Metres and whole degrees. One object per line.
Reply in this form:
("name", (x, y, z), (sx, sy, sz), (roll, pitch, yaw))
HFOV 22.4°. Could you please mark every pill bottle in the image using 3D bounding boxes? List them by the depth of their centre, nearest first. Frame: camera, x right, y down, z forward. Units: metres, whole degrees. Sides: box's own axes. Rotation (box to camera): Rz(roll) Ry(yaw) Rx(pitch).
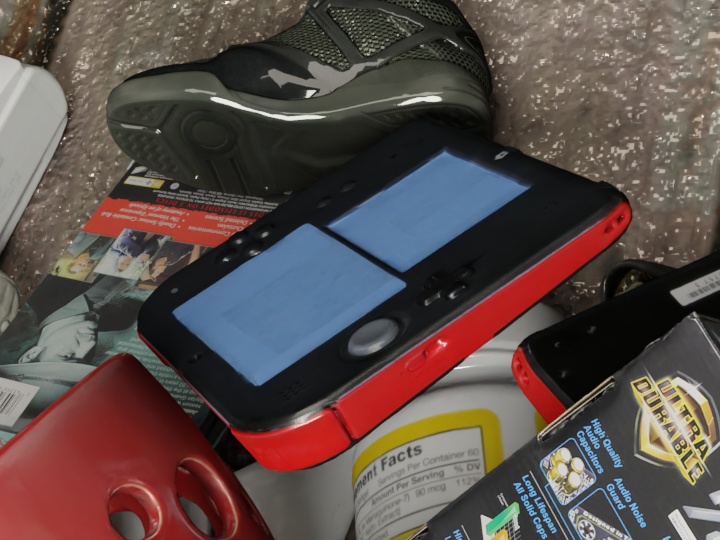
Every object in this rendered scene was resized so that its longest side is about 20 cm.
("pill bottle", (0.055, 0.118, 0.764), (0.114, 0.114, 0.201), (-15, 57, 17))

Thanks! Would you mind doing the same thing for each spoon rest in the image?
("spoon rest", (-0.029, 0.095, 0.856), (0.099, 0.060, 0.201), (24, 85, 50))

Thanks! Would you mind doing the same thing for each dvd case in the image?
("dvd case", (-0.101, 0.018, 0.917), (0.145, 0.022, 0.200), (8, 47, 28))

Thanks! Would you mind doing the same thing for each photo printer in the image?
("photo printer", (-0.286, -0.060, 1.055), (0.199, 0.069, 0.167), (14, 69, 31))

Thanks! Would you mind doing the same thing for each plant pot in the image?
("plant pot", (-0.108, 0.161, 0.723), (0.200, 0.200, 0.183), (-44, 92, -4))

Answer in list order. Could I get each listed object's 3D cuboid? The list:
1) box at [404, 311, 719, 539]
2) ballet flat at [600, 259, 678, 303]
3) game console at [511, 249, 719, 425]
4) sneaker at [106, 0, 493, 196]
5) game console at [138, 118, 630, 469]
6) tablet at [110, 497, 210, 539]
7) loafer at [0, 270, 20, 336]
("box", (0.095, 0.152, 0.603), (0.198, 0.050, 0.201), (-42, 60, 22))
("ballet flat", (0.127, 0.062, 0.749), (0.068, 0.068, 0.200), (-47, 22, 24))
("game console", (0.183, 0.057, 0.692), (0.199, 0.031, 0.177), (-22, 50, -23))
("sneaker", (-0.030, -0.103, 0.946), (0.198, 0.076, 0.115), (-6, 47, 10))
("game console", (0.000, 0.000, 0.772), (0.177, 0.031, 0.200), (-38, 25, -9))
("tablet", (-0.131, 0.083, 0.900), (0.130, 0.014, 0.201), (-23, 40, 15))
("loafer", (-0.256, 0.076, 0.959), (0.070, 0.070, 0.200), (32, 82, 31))
